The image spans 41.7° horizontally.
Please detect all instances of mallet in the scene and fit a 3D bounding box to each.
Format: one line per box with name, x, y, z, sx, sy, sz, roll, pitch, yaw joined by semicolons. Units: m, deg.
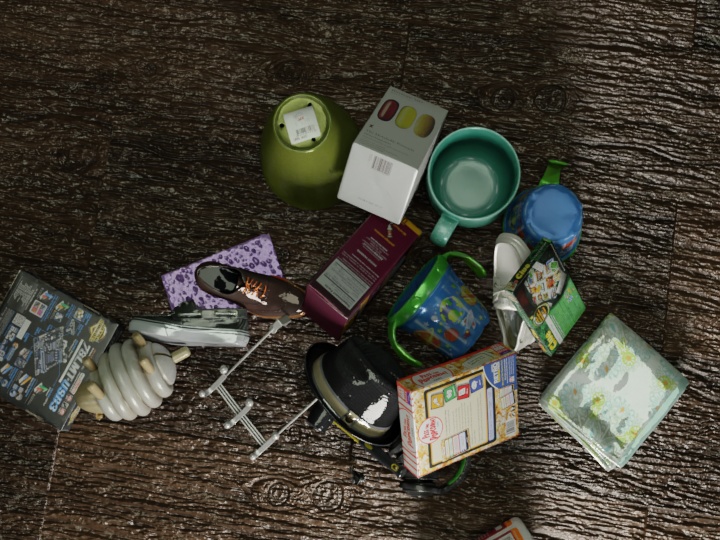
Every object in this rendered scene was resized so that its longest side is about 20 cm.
mallet;-0.010;0.275;1.512;0.066;0.041;0.200;-47;56;-1

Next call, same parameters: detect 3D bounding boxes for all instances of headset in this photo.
headset;0.081;0.311;1.538;0.197;0.094;0.125;-16;83;-16

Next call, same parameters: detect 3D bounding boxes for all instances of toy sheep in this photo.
toy sheep;-0.368;0.172;1.528;0.197;0.138;0.140;-22;82;0

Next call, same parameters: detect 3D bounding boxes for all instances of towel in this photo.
towel;0.411;0.199;1.542;0.171;0.048;0.200;42;85;6

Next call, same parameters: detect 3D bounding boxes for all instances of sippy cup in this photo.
sippy cup;0.133;0.068;1.526;0.130;0.140;0.178;38;109;-4
sippy cup;0.304;-0.081;1.540;0.138;0.130;0.180;-23;82;-2

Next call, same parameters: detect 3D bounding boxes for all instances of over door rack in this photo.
over door rack;-0.152;0.192;1.532;0.200;0.067;0.148;-42;83;12

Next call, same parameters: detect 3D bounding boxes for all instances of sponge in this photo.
sponge;-0.227;0.026;1.594;0.197;0.030;0.113;-21;83;-2

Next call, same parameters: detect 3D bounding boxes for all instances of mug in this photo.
mug;0.169;-0.140;1.560;0.183;0.114;0.154;-28;83;-1

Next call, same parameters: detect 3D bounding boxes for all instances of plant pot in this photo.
plant pot;-0.084;-0.211;1.534;0.184;0.200;0.191;0;82;1

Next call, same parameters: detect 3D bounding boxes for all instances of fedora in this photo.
fedora;0.009;0.172;1.484;0.092;0.200;0.201;-43;83;25

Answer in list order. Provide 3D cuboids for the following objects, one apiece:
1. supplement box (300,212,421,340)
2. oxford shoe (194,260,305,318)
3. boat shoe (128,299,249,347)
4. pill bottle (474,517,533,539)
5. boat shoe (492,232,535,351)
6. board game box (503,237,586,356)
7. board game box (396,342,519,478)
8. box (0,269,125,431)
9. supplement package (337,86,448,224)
supplement box;0.000;0.000;1.523;0.085;0.111;0.200;39;67;7
oxford shoe;-0.177;0.035;1.539;0.197;0.073;0.072;14;86;-4
boat shoe;-0.277;0.084;1.545;0.196;0.072;0.072;5;76;-2
pill bottle;0.189;0.483;1.480;0.198;0.113;0.114;-29;82;-1
boat shoe;0.243;0.041;1.509;0.069;0.070;0.203;-35;121;-39
board game box;0.296;0.045;1.499;0.023;0.200;0.105;27;73;41
board game box;0.156;0.216;1.477;0.197;0.046;0.154;-16;113;-25
box;-0.527;0.133;1.580;0.196;0.050;0.202;27;84;4
supplement package;0.054;-0.190;1.521;0.112;0.110;0.201;23;41;4
